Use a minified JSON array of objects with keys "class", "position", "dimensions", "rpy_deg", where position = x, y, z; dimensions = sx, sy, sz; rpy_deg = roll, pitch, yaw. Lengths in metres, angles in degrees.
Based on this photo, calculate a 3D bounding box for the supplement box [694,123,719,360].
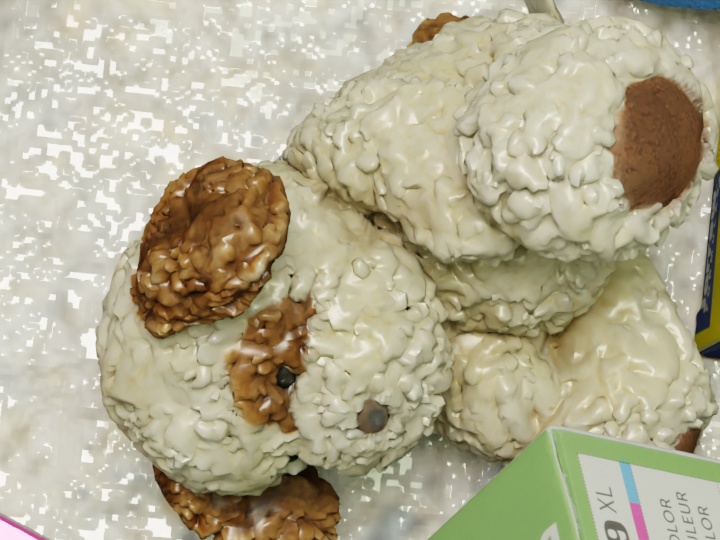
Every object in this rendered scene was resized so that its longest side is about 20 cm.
[{"class":"supplement box","position":[0.216,-0.018,0.843],"dimensions":[0.199,0.110,0.110],"rpy_deg":[7,82,-4]}]

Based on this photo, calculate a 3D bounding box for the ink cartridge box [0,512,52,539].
[{"class":"ink cartridge box","position":[-0.145,0.112,0.832],"dimensions":[0.199,0.037,0.095],"rpy_deg":[28,81,-3]}]

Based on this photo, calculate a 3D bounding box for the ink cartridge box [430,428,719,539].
[{"class":"ink cartridge box","position":[0.066,0.102,0.765],"dimensions":[0.199,0.104,0.060],"rpy_deg":[12,48,-33]}]

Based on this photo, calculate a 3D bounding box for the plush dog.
[{"class":"plush dog","position":[0.000,0.000,0.801],"dimensions":[0.171,0.201,0.161],"rpy_deg":[-27,52,-17]}]

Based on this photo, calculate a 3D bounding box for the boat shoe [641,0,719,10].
[{"class":"boat shoe","position":[0.152,-0.130,0.835],"dimensions":[0.069,0.199,0.085],"rpy_deg":[-47,121,-41]}]
